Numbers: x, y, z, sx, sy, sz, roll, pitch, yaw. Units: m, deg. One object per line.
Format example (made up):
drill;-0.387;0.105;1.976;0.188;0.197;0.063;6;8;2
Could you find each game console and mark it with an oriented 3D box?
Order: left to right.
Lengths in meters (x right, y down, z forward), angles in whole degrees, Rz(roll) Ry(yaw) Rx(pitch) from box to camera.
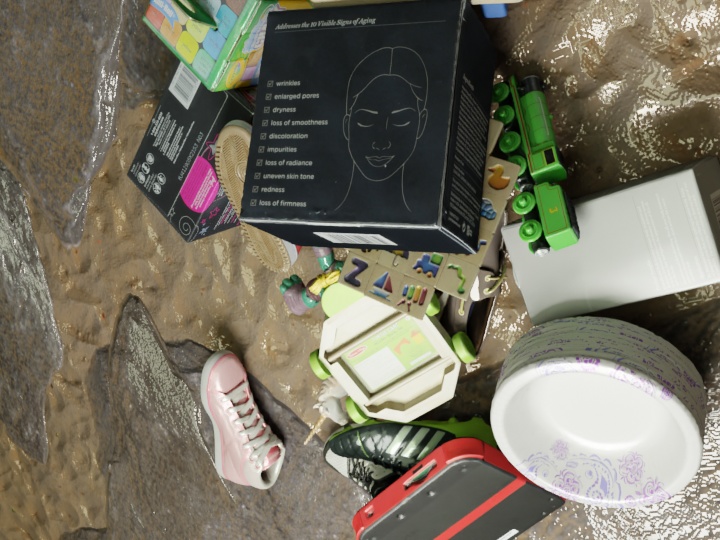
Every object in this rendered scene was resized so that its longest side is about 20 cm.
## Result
game console;0.106;0.271;0.986;0.200;0.175;0.031;-43;34;27

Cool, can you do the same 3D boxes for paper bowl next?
paper bowl;0.232;0.127;0.857;0.197;0.105;0.203;14;134;15

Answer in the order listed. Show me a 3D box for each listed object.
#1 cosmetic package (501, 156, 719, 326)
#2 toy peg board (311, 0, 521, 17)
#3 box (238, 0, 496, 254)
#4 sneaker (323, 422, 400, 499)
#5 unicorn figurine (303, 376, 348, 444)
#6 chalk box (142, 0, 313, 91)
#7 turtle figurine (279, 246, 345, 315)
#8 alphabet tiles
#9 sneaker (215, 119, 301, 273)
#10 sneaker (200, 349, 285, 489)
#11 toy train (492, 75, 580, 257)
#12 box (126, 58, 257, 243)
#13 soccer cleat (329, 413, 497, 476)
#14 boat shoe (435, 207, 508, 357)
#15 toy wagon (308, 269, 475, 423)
cosmetic package;0.246;-0.025;0.839;0.198;0.090;0.109;-15;95;39
toy peg board;0.075;-0.310;0.830;0.195;0.098;0.204;4;67;20
box;0.010;-0.126;0.807;0.196;0.124;0.201;4;82;24
sneaker;0.024;0.243;1.072;0.197;0.087;0.077;7;110;34
unicorn figurine;0.004;0.127;1.044;0.135;0.074;0.204;14;124;22
chalk box;-0.141;-0.283;0.950;0.125;0.199;0.124;47;125;12
turtle figurine;0.000;0.000;0.973;0.199;0.148;0.103;-29;49;51
alphabet tiles;0.056;-0.064;0.846;0.164;0.006;0.203;22;88;27
sneaker;-0.096;-0.108;1.007;0.070;0.113;0.202;13;139;27
sneaker;-0.151;0.207;1.186;0.103;0.075;0.204;14;120;35
toy train;0.166;-0.106;0.839;0.056;0.042;0.204;-19;59;22
box;-0.175;-0.159;1.067;0.132;0.114;0.201;45;123;16
soccer cleat;0.058;0.211;1.005;0.196;0.068;0.083;-4;66;11
boat shoe;0.124;0.010;0.927;0.059;0.071;0.203;37;135;27
toy wagon;0.020;0.072;0.926;0.154;0.040;0.201;-31;111;19
